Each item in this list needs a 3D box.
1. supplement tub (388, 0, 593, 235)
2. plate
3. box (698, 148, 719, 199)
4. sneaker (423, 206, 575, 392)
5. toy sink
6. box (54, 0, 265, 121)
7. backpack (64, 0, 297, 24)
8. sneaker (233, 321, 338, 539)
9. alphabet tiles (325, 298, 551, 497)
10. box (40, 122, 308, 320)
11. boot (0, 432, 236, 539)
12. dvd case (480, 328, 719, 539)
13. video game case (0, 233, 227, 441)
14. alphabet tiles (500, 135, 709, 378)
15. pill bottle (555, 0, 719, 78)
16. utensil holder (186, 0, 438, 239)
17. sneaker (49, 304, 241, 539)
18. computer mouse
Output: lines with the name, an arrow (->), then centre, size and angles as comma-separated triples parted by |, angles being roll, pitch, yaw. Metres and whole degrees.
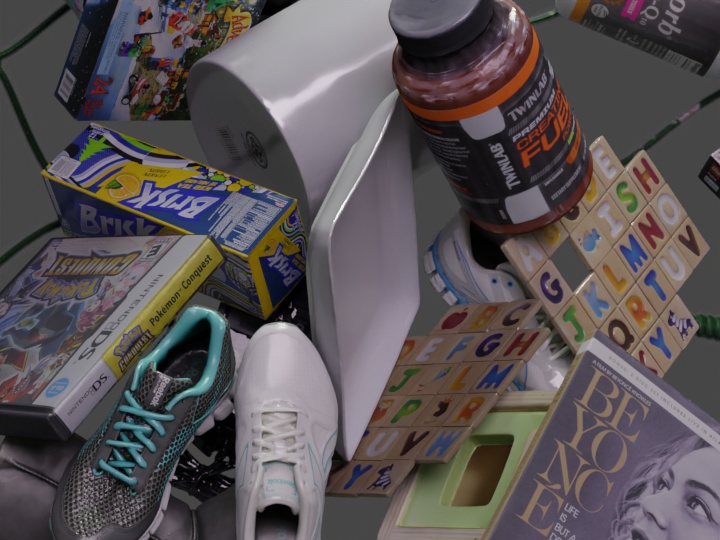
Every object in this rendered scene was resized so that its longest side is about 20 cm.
supplement tub -> 0.088, -0.123, 1.508 | 0.107, 0.200, 0.107 | -16, 46, 17
plate -> 0.000, 0.000, 1.502 | 0.032, 0.200, 0.200 | 7, 37, 14
box -> 0.382, -0.040, 1.720 | 0.110, 0.035, 0.200 | -34, 72, -26
sneaker -> 0.126, 0.031, 1.596 | 0.075, 0.087, 0.200 | -35, 74, -28
toy sink -> 0.132, 0.160, 1.449 | 0.200, 0.112, 0.131 | -2, 50, 38
box -> -0.135, -0.205, 1.583 | 0.136, 0.200, 0.038 | -4, 39, -41
backpack -> -0.146, -0.252, 1.669 | 0.200, 0.167, 0.127 | -22, 49, -19
sneaker -> -0.049, 0.129, 1.395 | 0.070, 0.080, 0.201 | -1, 76, -1
alphabet tiles -> 0.044, 0.090, 1.513 | 0.200, 0.166, 0.006 | -49, 114, -29
box -> -0.135, -0.038, 1.544 | 0.200, 0.070, 0.064 | 22, 55, 31
boot -> -0.150, 0.150, 1.461 | 0.200, 0.073, 0.182 | 31, 76, 7
dvd case -> 0.169, 0.157, 1.380 | 0.149, 0.016, 0.200 | 37, 58, -10
video game case -> -0.210, 0.042, 1.470 | 0.181, 0.200, 0.026 | -51, 121, -30
alphabet tiles -> 0.201, -0.004, 1.626 | 0.167, 0.008, 0.200 | 54, 47, -11
pill bottle -> 0.272, -0.229, 1.756 | 0.200, 0.116, 0.117 | 23, 59, 1
utensil holder -> -0.007, -0.134, 1.613 | 0.200, 0.170, 0.170 | -32, 72, -24
sneaker -> -0.143, 0.101, 1.395 | 0.077, 0.091, 0.200 | 23, 56, 10
computer mouse -> -0.087, 0.083, 1.545 | 0.138, 0.053, 0.200 | 27, 71, 1
